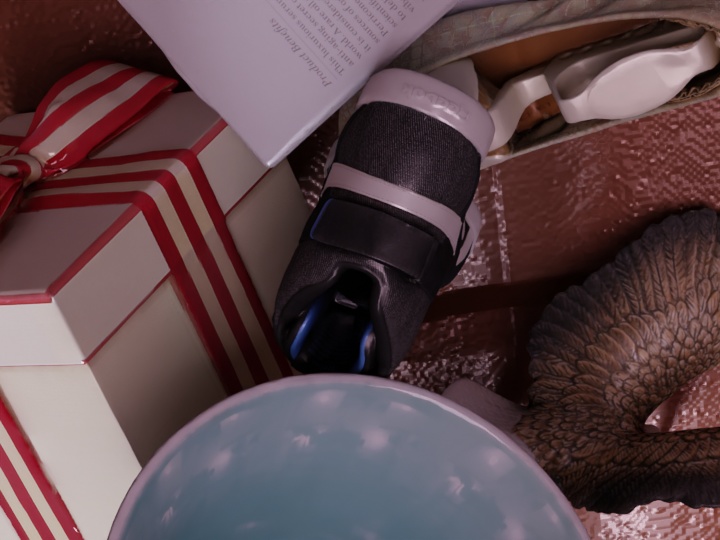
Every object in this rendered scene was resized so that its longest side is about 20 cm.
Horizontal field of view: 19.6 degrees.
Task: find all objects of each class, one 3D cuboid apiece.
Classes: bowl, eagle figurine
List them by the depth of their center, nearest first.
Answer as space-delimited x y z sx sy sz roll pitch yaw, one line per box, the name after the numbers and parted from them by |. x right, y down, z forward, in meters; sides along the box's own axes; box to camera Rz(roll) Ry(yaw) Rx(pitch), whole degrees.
-0.011 0.151 0.796 0.200 0.202 0.105 14 149 -10 | bowl
0.139 0.074 1.011 0.199 0.151 0.152 -32 103 21 | eagle figurine

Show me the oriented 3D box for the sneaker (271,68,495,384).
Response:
0.000 0.000 0.861 0.073 0.200 0.112 23 75 6 | sneaker

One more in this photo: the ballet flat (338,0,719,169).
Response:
0.072 -0.078 0.865 0.199 0.062 0.068 -19 118 24 | ballet flat

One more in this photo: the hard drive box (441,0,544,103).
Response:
0.053 -0.164 0.898 0.155 0.077 0.201 -18 117 22 | hard drive box

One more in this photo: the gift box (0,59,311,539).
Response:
-0.131 0.028 0.916 0.199 0.185 0.187 -5 121 32 | gift box

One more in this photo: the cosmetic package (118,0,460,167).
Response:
0.006 -0.144 0.823 0.200 0.071 0.102 -38 97 30 | cosmetic package
